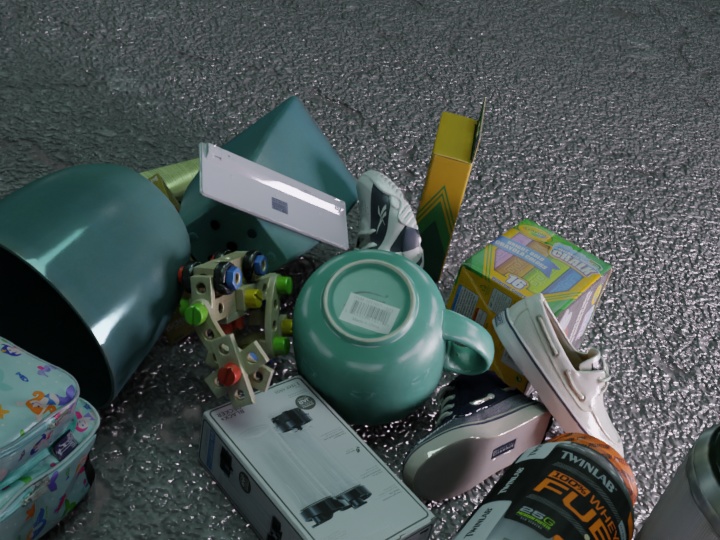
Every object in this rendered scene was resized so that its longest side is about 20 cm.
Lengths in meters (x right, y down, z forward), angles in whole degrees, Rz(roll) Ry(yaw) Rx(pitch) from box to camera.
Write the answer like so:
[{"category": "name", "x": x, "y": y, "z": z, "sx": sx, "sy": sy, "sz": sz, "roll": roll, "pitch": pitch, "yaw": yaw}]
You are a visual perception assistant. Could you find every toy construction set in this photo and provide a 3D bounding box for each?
[{"category": "toy construction set", "x": -0.116, "y": 0.051, "z": 0.897, "sx": 0.090, "sy": 0.133, "sz": 0.200, "roll": -1, "pitch": 11, "yaw": 4}]

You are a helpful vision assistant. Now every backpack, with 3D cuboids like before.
[{"category": "backpack", "x": -0.314, "y": 0.146, "z": 0.733, "sx": 0.176, "sy": 0.152, "sz": 0.200, "roll": 25, "pitch": 40, "yaw": 13}]

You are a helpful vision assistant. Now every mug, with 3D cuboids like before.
[{"category": "mug", "x": 0.023, "y": 0.051, "z": 0.925, "sx": 0.183, "sy": 0.115, "sz": 0.153, "roll": -23, "pitch": 60, "yaw": -12}]

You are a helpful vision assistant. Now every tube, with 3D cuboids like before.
[{"category": "tube", "x": -0.223, "y": -0.115, "z": 1.227, "sx": 0.198, "sy": 0.058, "sz": 0.053, "roll": -18, "pitch": 87, "yaw": -34}]

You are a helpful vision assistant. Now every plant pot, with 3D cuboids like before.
[{"category": "plant pot", "x": -0.251, "y": -0.002, "z": 0.877, "sx": 0.199, "sy": 0.202, "sz": 0.161, "roll": 26, "pitch": 51, "yaw": 17}, {"category": "plant pot", "x": -0.108, "y": -0.069, "z": 1.051, "sx": 0.142, "sy": 0.140, "sz": 0.201, "roll": 53, "pitch": 25, "yaw": -15}]

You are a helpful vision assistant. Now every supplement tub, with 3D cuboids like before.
[{"category": "supplement tub", "x": 0.153, "y": 0.227, "z": 0.802, "sx": 0.122, "sy": 0.124, "sz": 0.199, "roll": 29, "pitch": 37, "yaw": 21}]

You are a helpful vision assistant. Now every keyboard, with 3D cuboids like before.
[{"category": "keyboard", "x": -0.083, "y": -0.072, "z": 0.969, "sx": 0.198, "sy": 0.011, "sz": 0.057, "roll": 20, "pitch": 62, "yaw": -43}]

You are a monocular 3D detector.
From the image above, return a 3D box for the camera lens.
[{"category": "camera lens", "x": 0.309, "y": 0.234, "z": 0.772, "sx": 0.157, "sy": 0.202, "sz": 0.161, "roll": 12, "pitch": 34, "yaw": -8}]

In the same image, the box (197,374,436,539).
[{"category": "box", "x": -0.043, "y": 0.190, "z": 0.838, "sx": 0.116, "sy": 0.061, "sz": 0.200, "roll": -18, "pitch": 45, "yaw": -39}]

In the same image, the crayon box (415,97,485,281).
[{"category": "crayon box", "x": 0.104, "y": -0.106, "z": 1.191, "sx": 0.051, "sy": 0.202, "sz": 0.126, "roll": 15, "pitch": 33, "yaw": 2}]

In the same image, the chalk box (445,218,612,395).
[{"category": "chalk box", "x": 0.196, "y": 0.033, "z": 1.096, "sx": 0.123, "sy": 0.126, "sz": 0.199, "roll": 31, "pitch": 36, "yaw": 23}]

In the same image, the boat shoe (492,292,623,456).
[{"category": "boat shoe", "x": 0.216, "y": 0.109, "z": 0.959, "sx": 0.201, "sy": 0.069, "sz": 0.071, "roll": 53, "pitch": 18, "yaw": -7}]

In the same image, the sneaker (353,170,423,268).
[{"category": "sneaker", "x": 0.000, "y": 0.000, "z": 1.047, "sx": 0.128, "sy": 0.202, "sz": 0.079, "roll": -18, "pitch": 9, "yaw": -22}]

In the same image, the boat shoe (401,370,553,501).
[{"category": "boat shoe", "x": 0.094, "y": 0.156, "z": 0.939, "sx": 0.198, "sy": 0.076, "sz": 0.092, "roll": -8, "pitch": 32, "yaw": -42}]

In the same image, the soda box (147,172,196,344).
[{"category": "soda box", "x": -0.214, "y": -0.018, "z": 1.048, "sx": 0.067, "sy": 0.064, "sz": 0.201, "roll": -30, "pitch": 43, "yaw": -1}]
